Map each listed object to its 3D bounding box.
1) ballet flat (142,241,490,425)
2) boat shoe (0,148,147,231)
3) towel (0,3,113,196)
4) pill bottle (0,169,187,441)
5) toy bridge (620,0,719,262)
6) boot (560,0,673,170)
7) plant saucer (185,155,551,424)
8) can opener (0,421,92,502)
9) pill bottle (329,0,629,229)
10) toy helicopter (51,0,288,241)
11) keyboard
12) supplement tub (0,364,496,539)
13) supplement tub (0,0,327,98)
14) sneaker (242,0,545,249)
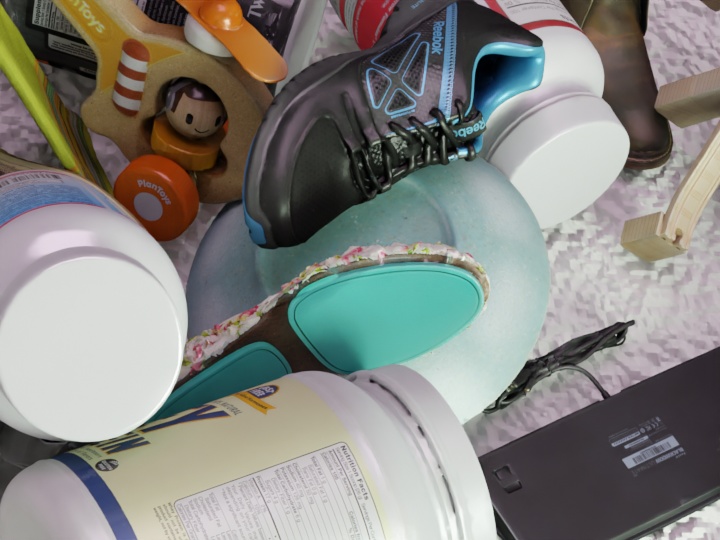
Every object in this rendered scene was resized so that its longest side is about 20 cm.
[{"bbox_3d":[-0.030,0.028,1.145,0.199,0.076,0.064,-25,29,12],"label":"ballet flat"},{"bbox_3d":[-0.194,-0.024,1.201,0.199,0.072,0.072,34,43,1],"label":"boat shoe"},{"bbox_3d":[-0.171,-0.099,1.210,0.018,0.200,0.086,-29,58,-2],"label":"towel"},{"bbox_3d":[-0.141,0.018,1.075,0.108,0.110,0.200,-3,10,-14],"label":"pill bottle"},{"bbox_3d":[0.203,-0.102,1.332,0.027,0.067,0.201,32,63,-28],"label":"toy bridge"},{"bbox_3d":[0.143,-0.158,1.386,0.074,0.097,0.201,-9,52,-20],"label":"boot"},{"bbox_3d":[0.000,0.000,1.216,0.199,0.039,0.202,-5,58,8],"label":"plant saucer"},{"bbox_3d":[-0.193,0.081,1.152,0.199,0.054,0.067,23,17,9],"label":"can opener"},{"bbox_3d":[0.070,-0.124,1.331,0.112,0.113,0.201,-16,55,-24],"label":"pill bottle"},{"bbox_3d":[-0.116,-0.123,1.223,0.200,0.132,0.079,48,41,-7],"label":"toy helicopter"},{"bbox_3d":[0.139,0.082,1.230,0.199,0.021,0.127,-21,62,-28],"label":"keyboard"},{"bbox_3d":[-0.052,0.131,1.063,0.199,0.145,0.145,-18,55,-25],"label":"supplement tub"},{"bbox_3d":[-0.124,-0.164,1.319,0.199,0.123,0.123,19,48,4],"label":"supplement tub"},{"bbox_3d":[0.017,-0.079,1.194,0.082,0.074,0.200,24,55,31],"label":"sneaker"}]
